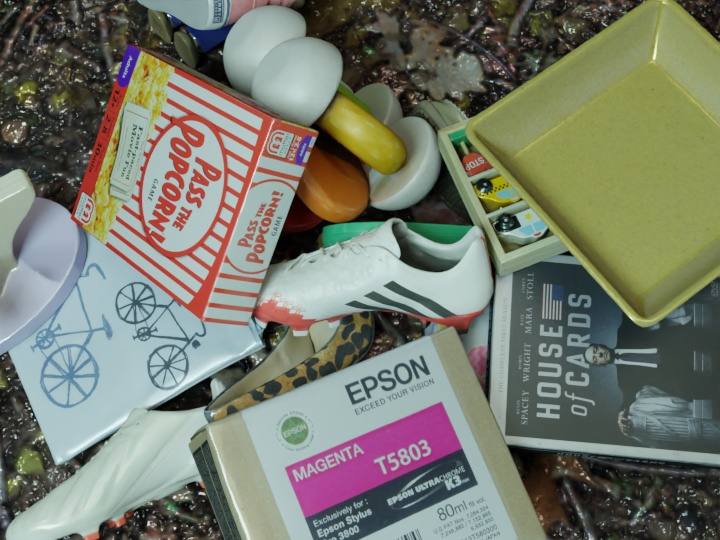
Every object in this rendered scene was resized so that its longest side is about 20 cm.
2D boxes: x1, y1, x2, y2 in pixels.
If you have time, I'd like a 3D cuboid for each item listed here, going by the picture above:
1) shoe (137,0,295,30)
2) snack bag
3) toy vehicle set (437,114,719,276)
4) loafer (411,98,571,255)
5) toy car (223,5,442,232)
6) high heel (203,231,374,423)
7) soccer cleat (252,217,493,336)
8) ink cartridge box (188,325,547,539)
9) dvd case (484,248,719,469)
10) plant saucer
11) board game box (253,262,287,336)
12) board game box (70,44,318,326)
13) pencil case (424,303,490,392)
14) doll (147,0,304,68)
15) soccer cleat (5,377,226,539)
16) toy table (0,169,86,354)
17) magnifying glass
[{"bbox_3d":[-0.141,-0.268,0.956,0.090,0.072,0.200,-17,37,-31],"label":"shoe"},{"bbox_3d":[-0.200,0.032,0.886,0.199,0.021,0.189,-30,68,-3],"label":"snack bag"},{"bbox_3d":[0.173,-0.087,0.827,0.199,0.027,0.125,-21,65,-6],"label":"toy vehicle set"},{"bbox_3d":[0.120,-0.072,0.926,0.068,0.076,0.200,-36,84,-24],"label":"loafer"},{"bbox_3d":[-0.044,-0.108,0.884,0.150,0.175,0.200,-50,35,10],"label":"toy car"},{"bbox_3d":[-0.058,0.048,0.831,0.071,0.142,0.202,-17,64,40],"label":"high heel"},{"bbox_3d":[0.000,0.000,0.792,0.198,0.086,0.069,3,34,5],"label":"soccer cleat"},{"bbox_3d":[0.004,0.151,0.736,0.199,0.075,0.166,-20,80,-22],"label":"ink cartridge box"},{"bbox_3d":[0.195,0.066,0.803,0.198,0.025,0.152,5,74,0],"label":"dvd case"},{"bbox_3d":[0.210,-0.078,0.778,0.199,0.049,0.200,-34,68,-11],"label":"plant saucer"},{"bbox_3d":[-0.137,-0.027,0.926,0.104,0.023,0.201,-17,68,-6],"label":"board game box"},{"bbox_3d":[-0.132,-0.070,0.807,0.199,0.046,0.153,30,104,41],"label":"board game box"},{"bbox_3d":[0.147,0.060,0.859,0.198,0.083,0.092,3,94,-1],"label":"pencil case"},{"bbox_3d":[-0.110,-0.284,1.025,0.200,0.049,0.136,-40,70,-16],"label":"doll"},{"bbox_3d":[-0.180,0.151,0.820,0.199,0.069,0.078,-23,88,-18],"label":"soccer cleat"},{"bbox_3d":[-0.326,-0.002,0.844,0.200,0.117,0.184,-41,70,-8],"label":"toy table"},{"bbox_3d":[0.069,-0.026,0.855,0.198,0.080,0.023,-2,86,-4],"label":"magnifying glass"}]
